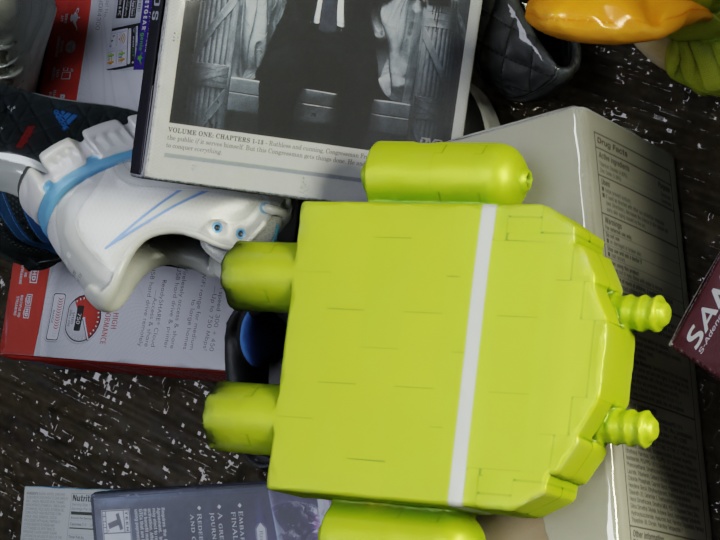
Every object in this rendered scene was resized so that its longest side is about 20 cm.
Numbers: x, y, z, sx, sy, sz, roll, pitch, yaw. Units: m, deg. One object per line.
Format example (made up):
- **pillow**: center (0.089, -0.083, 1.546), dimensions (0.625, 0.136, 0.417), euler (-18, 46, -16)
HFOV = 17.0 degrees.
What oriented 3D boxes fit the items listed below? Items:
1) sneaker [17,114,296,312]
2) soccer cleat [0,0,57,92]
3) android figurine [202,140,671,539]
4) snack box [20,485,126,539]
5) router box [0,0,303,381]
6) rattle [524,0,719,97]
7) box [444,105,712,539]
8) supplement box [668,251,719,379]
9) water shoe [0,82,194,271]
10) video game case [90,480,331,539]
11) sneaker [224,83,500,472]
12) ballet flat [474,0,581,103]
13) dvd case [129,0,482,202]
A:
- **sneaker**: center (-0.047, -0.041, 1.076), dimensions (0.199, 0.075, 0.087), euler (-26, 68, -5)
- **soccer cleat**: center (-0.189, -0.108, 1.216), dimensions (0.069, 0.200, 0.078), euler (4, 84, -6)
- **android figurine**: center (0.030, 0.035, 0.980), dimensions (0.199, 0.041, 0.184), euler (0, 79, 28)
- **snack box**: center (-0.082, 0.165, 1.150), dimensions (0.199, 0.037, 0.117), euler (-1, 81, 35)
- **router box**: center (-0.085, -0.048, 1.195), dimensions (0.178, 0.049, 0.202), euler (2, 80, 35)
- **rattle**: center (0.155, -0.181, 1.009), dimensions (0.201, 0.142, 0.130), euler (-57, 36, 18)
- **box**: center (0.091, 0.042, 1.025), dimensions (0.077, 0.095, 0.202), euler (-14, 70, 31)
- **supplement box**: center (0.227, 0.061, 0.915), dimensions (0.200, 0.109, 0.061), euler (36, 100, 36)
- **water shoe**: center (-0.140, -0.037, 1.166), dimensions (0.199, 0.079, 0.072), euler (21, 53, 17)
- **video game case**: center (-0.033, 0.165, 1.073), dimensions (0.199, 0.019, 0.144), euler (-7, 87, 31)
- **sneaker**: center (0.000, 0.000, 1.086), dimensions (0.073, 0.112, 0.202), euler (14, 87, 35)
- **ballet flat**: center (0.083, -0.176, 1.095), dimensions (0.057, 0.066, 0.202), euler (-6, 83, 54)
- **dvd case**: center (-0.015, -0.131, 1.032), dimensions (0.025, 0.149, 0.202), euler (16, 98, 64)
